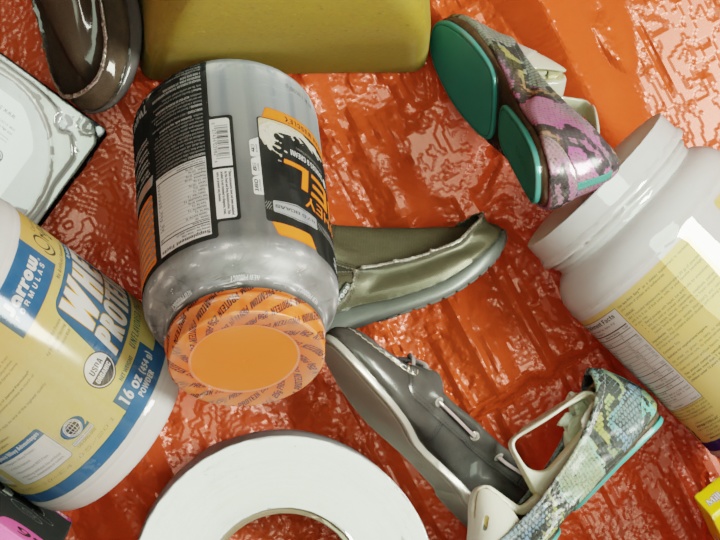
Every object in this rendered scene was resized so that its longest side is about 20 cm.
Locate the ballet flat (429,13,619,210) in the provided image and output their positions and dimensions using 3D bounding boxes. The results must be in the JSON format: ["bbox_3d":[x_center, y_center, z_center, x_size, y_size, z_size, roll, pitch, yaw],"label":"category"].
[{"bbox_3d":[0.110,-0.105,1.407,0.071,0.200,0.069,-10,126,-17],"label":"ballet flat"}]

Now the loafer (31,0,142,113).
[{"bbox_3d":[-0.198,-0.199,1.414,0.073,0.071,0.201,-19,80,39],"label":"loafer"}]

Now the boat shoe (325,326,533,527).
[{"bbox_3d":[0.048,0.098,1.430,0.057,0.067,0.200,-47,113,-17],"label":"boat shoe"}]

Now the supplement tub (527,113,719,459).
[{"bbox_3d":[0.221,0.011,1.417,0.200,0.145,0.145,45,86,-2],"label":"supplement tub"}]

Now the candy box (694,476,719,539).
[{"bbox_3d":[0.282,0.169,1.411,0.102,0.200,0.026,-38,51,-5],"label":"candy box"}]

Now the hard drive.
[{"bbox_3d":[-0.279,-0.052,1.432,0.140,0.038,0.200,37,87,-3],"label":"hard drive"}]

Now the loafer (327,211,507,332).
[{"bbox_3d":[0.000,0.000,1.434,0.199,0.075,0.070,-22,95,-5],"label":"loafer"}]

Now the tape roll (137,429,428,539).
[{"bbox_3d":[-0.051,0.206,1.430,0.202,0.071,0.203,0,89,-5],"label":"tape roll"}]

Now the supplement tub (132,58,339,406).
[{"bbox_3d":[-0.078,-0.023,1.362,0.122,0.123,0.200,-4,52,-5],"label":"supplement tub"}]

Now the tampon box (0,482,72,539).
[{"bbox_3d":[-0.277,0.174,1.347,0.150,0.200,0.126,35,87,-4],"label":"tampon box"}]

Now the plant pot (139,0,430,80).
[{"bbox_3d":[-0.048,-0.229,1.372,0.195,0.200,0.195,-2,89,-4],"label":"plant pot"}]

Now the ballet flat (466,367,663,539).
[{"bbox_3d":[0.110,0.145,1.405,0.074,0.074,0.200,42,77,-3],"label":"ballet flat"}]

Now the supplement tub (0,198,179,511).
[{"bbox_3d":[-0.225,0.043,1.351,0.200,0.145,0.145,38,86,-28],"label":"supplement tub"}]
